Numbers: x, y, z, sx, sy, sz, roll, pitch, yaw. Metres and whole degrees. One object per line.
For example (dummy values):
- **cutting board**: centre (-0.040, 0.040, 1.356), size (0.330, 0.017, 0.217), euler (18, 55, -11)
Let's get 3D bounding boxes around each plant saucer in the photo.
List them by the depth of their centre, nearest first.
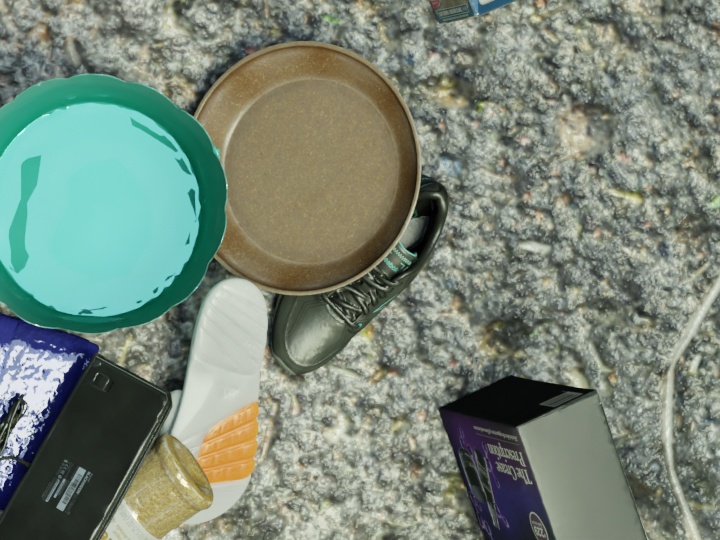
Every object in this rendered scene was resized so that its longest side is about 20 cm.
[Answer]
- **plant saucer**: centre (-0.044, -0.081, 1.705), size (0.199, 0.037, 0.202), euler (0, 89, 16)

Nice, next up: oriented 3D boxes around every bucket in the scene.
- **bucket**: centre (-0.204, -0.050, 1.633), size (0.206, 0.135, 0.209), euler (0, 90, -7)

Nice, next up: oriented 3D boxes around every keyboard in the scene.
- **keyboard**: centre (-0.239, 0.157, 1.629), size (0.127, 0.021, 0.201), euler (27, 80, 15)

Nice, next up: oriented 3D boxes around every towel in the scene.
- **towel**: centre (-0.318, 0.096, 1.665), size (0.199, 0.050, 0.149), euler (21, 82, -16)

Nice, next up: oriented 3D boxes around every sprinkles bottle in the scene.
- **sprinkles bottle**: centre (-0.211, 0.207, 1.654), size (0.199, 0.068, 0.068), euler (-35, 100, 7)

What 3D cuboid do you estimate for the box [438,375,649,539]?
- **box**: centre (0.145, 0.168, 1.710), size (0.078, 0.200, 0.142), euler (-24, 96, -14)

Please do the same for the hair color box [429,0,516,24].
- **hair color box**: centre (0.156, -0.267, 1.757), size (0.199, 0.100, 0.061), euler (-23, 98, -13)

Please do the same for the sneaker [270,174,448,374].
- **sneaker**: centre (0.000, 0.000, 1.731), size (0.075, 0.079, 0.200), euler (40, 83, -14)

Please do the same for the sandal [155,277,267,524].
- **sandal**: centre (-0.119, 0.101, 1.708), size (0.079, 0.059, 0.208), euler (8, 103, -27)
